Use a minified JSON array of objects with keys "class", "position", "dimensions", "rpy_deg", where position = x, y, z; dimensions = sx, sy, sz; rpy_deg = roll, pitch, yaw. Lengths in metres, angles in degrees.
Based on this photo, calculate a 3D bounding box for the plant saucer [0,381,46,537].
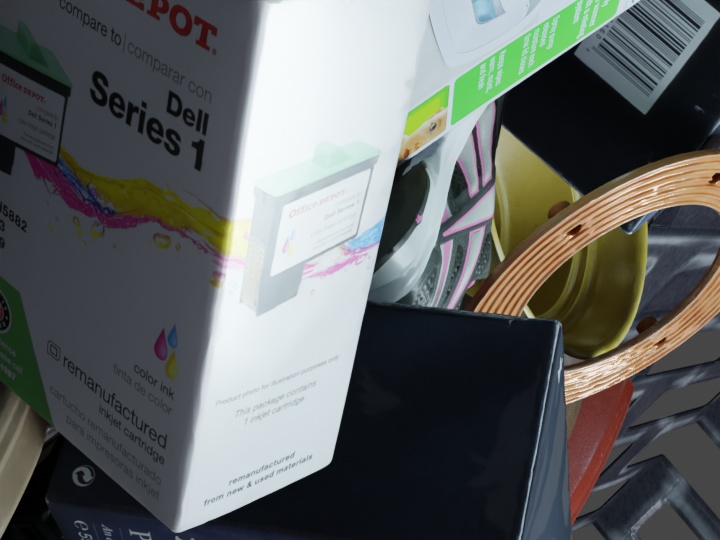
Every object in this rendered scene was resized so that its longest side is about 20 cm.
[{"class":"plant saucer","position":[-0.185,0.129,0.699],"dimensions":[0.201,0.029,0.200],"rpy_deg":[-53,-168,17]}]

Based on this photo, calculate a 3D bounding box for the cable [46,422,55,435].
[{"class":"cable","position":[-0.192,0.096,0.873],"dimensions":[0.200,0.050,0.097],"rpy_deg":[-43,-178,-1]}]

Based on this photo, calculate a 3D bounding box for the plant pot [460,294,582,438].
[{"class":"plant pot","position":[0.088,0.063,1.215],"dimensions":[0.200,0.186,0.188],"rpy_deg":[-43,169,-46]}]

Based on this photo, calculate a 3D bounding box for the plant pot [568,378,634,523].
[{"class":"plant pot","position":[0.105,0.135,1.376],"dimensions":[0.176,0.199,0.200],"rpy_deg":[-46,166,-26]}]

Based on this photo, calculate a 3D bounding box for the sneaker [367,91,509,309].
[{"class":"sneaker","position":[0.032,-0.035,0.830],"dimensions":[0.087,0.080,0.201],"rpy_deg":[61,40,-33]}]

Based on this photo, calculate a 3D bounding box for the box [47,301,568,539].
[{"class":"box","position":[-0.011,0.114,0.770],"dimensions":[0.201,0.196,0.124],"rpy_deg":[78,21,-53]}]

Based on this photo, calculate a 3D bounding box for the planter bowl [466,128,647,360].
[{"class":"planter bowl","position":[0.089,-0.044,1.012],"dimensions":[0.083,0.203,0.200],"rpy_deg":[-9,-178,35]}]

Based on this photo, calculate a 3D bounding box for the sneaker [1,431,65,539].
[{"class":"sneaker","position":[-0.131,0.102,0.901],"dimensions":[0.111,0.073,0.201],"rpy_deg":[-32,-163,40]}]

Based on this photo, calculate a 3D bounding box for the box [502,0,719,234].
[{"class":"box","position":[0.191,-0.156,0.916],"dimensions":[0.198,0.123,0.201],"rpy_deg":[-38,166,-52]}]

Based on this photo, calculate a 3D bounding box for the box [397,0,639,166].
[{"class":"box","position":[0.049,-0.163,0.718],"dimensions":[0.176,0.097,0.200],"rpy_deg":[-33,160,-15]}]

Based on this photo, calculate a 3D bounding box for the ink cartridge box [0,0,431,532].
[{"class":"ink cartridge box","position":[-0.067,-0.038,0.600],"dimensions":[0.083,0.144,0.202],"rpy_deg":[-19,131,-43]}]

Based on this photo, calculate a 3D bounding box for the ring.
[{"class":"ring","position":[0.132,0.006,0.896],"dimensions":[0.199,0.019,0.201],"rpy_deg":[-23,148,-15]}]
